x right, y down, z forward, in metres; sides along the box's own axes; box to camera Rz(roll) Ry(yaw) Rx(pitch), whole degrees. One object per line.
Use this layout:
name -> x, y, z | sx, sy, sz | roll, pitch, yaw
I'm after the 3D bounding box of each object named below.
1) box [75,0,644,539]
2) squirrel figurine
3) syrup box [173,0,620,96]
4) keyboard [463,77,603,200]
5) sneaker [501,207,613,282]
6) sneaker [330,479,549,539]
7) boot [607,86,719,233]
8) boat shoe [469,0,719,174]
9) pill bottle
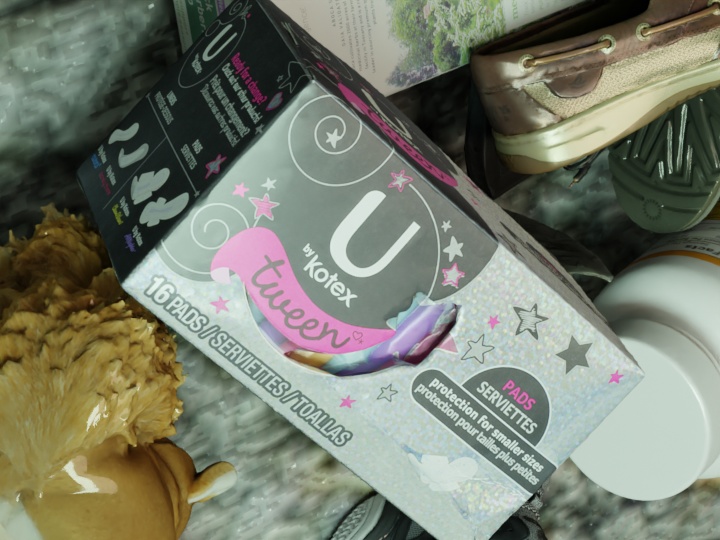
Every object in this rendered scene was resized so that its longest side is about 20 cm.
box -> 0.000, 0.000, 1.110 | 0.200, 0.132, 0.115 | 39, 98, -25
squirrel figurine -> -0.111, 0.080, 1.119 | 0.187, 0.141, 0.201 | -26, 130, -71
syrup box -> 0.017, -0.134, 1.212 | 0.199, 0.081, 0.079 | -24, 118, -28
keyboard -> 0.106, -0.098, 1.312 | 0.200, 0.039, 0.105 | -32, 135, -39
sneaker -> 0.009, -0.003, 1.228 | 0.199, 0.104, 0.060 | -9, 135, -36
sneaker -> 0.076, 0.111, 1.315 | 0.200, 0.114, 0.076 | -49, 127, -13
boot -> 0.212, -0.112, 1.358 | 0.200, 0.072, 0.183 | -10, 118, -55
boat shoe -> 0.138, -0.119, 1.210 | 0.199, 0.072, 0.072 | -29, 110, -8
pill bottle -> 0.174, 0.034, 1.323 | 0.200, 0.110, 0.112 | -35, 126, -51
